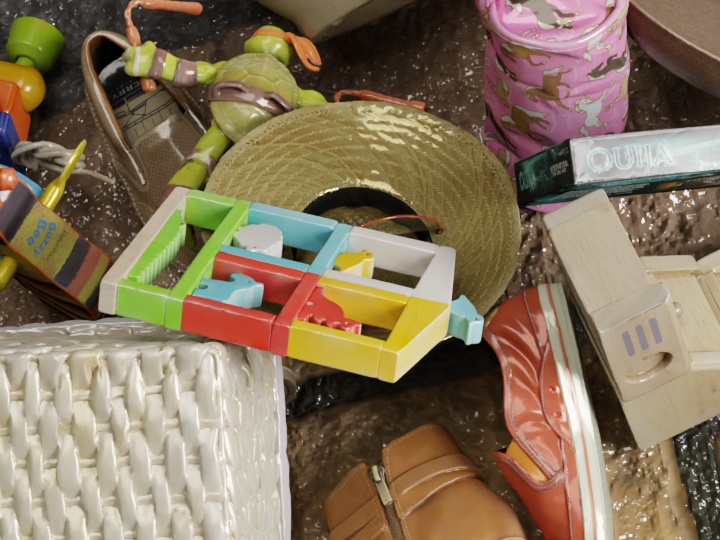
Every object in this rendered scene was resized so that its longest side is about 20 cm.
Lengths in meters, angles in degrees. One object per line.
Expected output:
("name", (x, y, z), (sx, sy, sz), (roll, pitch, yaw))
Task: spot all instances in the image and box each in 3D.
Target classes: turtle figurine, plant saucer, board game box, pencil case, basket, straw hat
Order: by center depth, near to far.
("basket", (-0.148, 0.132, 1.608), (0.197, 0.161, 0.201), (-2, 93, 8))
("board game box", (0.198, -0.064, 1.616), (0.199, 0.135, 0.028), (-6, 87, -11))
("pencil case", (0.111, -0.113, 1.671), (0.086, 0.200, 0.083), (-31, 65, -14))
("straw hat", (0.000, 0.000, 1.682), (0.200, 0.085, 0.202), (0, 47, 0))
("plant saucer", (0.226, -0.141, 1.690), (0.200, 0.200, 0.037), (38, 121, 27))
("turtle figurine", (-0.060, -0.086, 1.747), (0.199, 0.064, 0.162), (19, 66, -12))

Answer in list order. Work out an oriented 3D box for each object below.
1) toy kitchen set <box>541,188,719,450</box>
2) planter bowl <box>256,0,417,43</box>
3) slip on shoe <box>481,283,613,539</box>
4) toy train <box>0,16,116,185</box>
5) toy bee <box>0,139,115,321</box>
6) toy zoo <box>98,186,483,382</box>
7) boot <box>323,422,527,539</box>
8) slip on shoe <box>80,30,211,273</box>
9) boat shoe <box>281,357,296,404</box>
("toy kitchen set", (0.234, 0.031, 1.581), (0.199, 0.181, 0.164), (-26, 62, 2))
("planter bowl", (-0.008, -0.225, 1.779), (0.199, 0.200, 0.135), (-25, 88, 3))
("slip on shoe", (0.107, 0.109, 1.619), (0.061, 0.074, 0.201), (-12, 86, 6))
("toy train", (-0.221, -0.114, 1.840), (0.199, 0.085, 0.116), (12, 56, 21))
("toy bee", (-0.219, -0.025, 1.718), (0.109, 0.199, 0.132), (-1, 77, 62))
("toy zoo", (-0.029, 0.009, 1.572), (0.199, 0.021, 0.131), (13, 28, 11))
("boot", (0.003, 0.189, 1.633), (0.200, 0.077, 0.156), (-37, 52, 10))
("slip on shoe", (-0.118, -0.072, 1.795), (0.076, 0.061, 0.201), (-29, 61, 0))
("boat shoe", (-0.138, 0.062, 1.731), (0.199, 0.072, 0.068), (-9, 58, 6))
